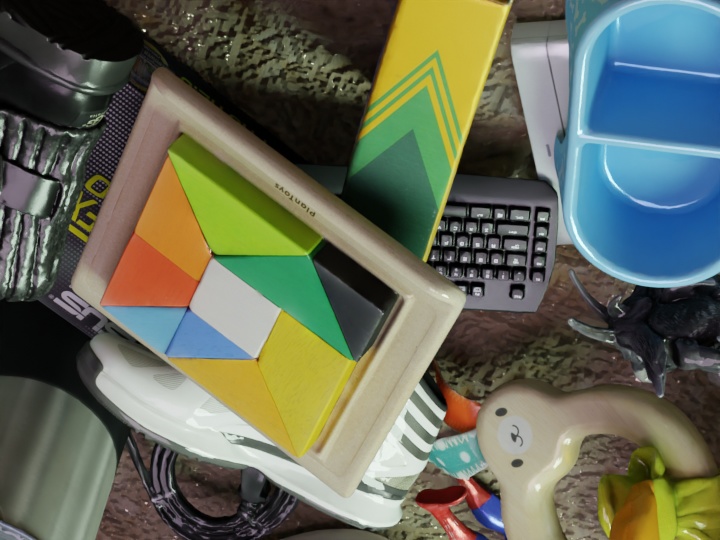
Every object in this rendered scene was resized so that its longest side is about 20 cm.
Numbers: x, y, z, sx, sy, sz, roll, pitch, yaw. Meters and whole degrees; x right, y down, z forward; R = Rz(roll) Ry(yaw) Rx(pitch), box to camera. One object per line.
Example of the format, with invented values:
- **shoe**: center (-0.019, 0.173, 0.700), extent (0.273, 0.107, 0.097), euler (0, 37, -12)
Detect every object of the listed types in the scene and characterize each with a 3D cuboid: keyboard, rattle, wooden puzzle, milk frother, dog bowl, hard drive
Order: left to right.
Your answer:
- **milk frother**: center (-0.145, 0.130, 1.518), extent (0.200, 0.188, 0.181), euler (1, 132, 12)
- **wooden puzzle**: center (-0.054, 0.014, 1.351), extent (0.185, 0.037, 0.200), euler (37, 143, 8)
- **keyboard**: center (0.000, 0.000, 1.406), extent (0.200, 0.040, 0.104), euler (3, 114, 2)
- **rattle**: center (0.083, 0.113, 1.435), extent (0.200, 0.143, 0.130), euler (33, 126, 22)
- **dog bowl**: center (0.149, -0.074, 1.329), extent (0.111, 0.050, 0.200), euler (7, 131, 7)
- **hard drive**: center (0.185, -0.073, 1.373), extent (0.200, 0.027, 0.132), euler (-3, 130, 15)

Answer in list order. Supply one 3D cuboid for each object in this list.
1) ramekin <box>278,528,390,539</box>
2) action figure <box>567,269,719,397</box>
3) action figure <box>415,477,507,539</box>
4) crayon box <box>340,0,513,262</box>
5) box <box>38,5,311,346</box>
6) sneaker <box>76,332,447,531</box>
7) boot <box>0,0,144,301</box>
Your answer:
- **ramekin**: center (-0.033, 0.240, 1.591), extent (0.200, 0.201, 0.098), euler (-13, 119, 23)
- **action figure**: center (0.205, 0.045, 1.417), extent (0.200, 0.119, 0.102), euler (3, 127, 2)
- **action figure**: center (0.124, 0.178, 1.582), extent (0.099, 0.065, 0.200), euler (-12, 128, 33)
- **crayon box**: center (0.040, -0.117, 1.300), extent (0.051, 0.126, 0.200), euler (17, 132, -2)
- **box**: center (-0.138, -0.048, 1.455), extent (0.200, 0.044, 0.160), euler (38, 128, -20)
- **sneaker**: center (-0.045, 0.051, 1.479), extent (0.200, 0.076, 0.115), euler (24, 105, -14)
- **boot**: center (-0.217, -0.094, 1.357), extent (0.211, 0.079, 0.158), euler (37, 123, 15)
